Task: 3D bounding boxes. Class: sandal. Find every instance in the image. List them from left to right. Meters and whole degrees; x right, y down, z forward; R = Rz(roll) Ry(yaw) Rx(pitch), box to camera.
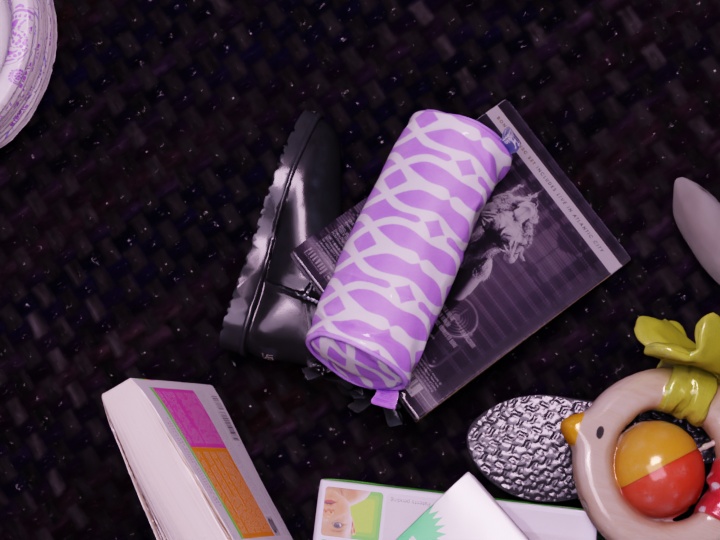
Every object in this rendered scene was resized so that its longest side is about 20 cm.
[{"bbox_3d":[0.174,0.122,1.602,0.198,0.048,0.076,-5,83,-1],"label":"sandal"}]

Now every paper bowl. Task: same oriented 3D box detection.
[{"bbox_3d":[-0.324,-0.175,1.697,0.199,0.104,0.203,-1,85,12],"label":"paper bowl"}]

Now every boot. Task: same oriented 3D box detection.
[{"bbox_3d":[0.000,-0.001,1.631,0.161,0.073,0.200,17,80,6],"label":"boot"}]

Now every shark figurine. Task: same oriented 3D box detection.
[{"bbox_3d":[0.295,-0.002,1.530,0.213,0.089,0.130,-1,94,41],"label":"shark figurine"}]

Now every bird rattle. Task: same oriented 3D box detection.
[{"bbox_3d":[0.223,0.130,1.534,0.162,0.113,0.201,-24,96,-9],"label":"bird rattle"}]

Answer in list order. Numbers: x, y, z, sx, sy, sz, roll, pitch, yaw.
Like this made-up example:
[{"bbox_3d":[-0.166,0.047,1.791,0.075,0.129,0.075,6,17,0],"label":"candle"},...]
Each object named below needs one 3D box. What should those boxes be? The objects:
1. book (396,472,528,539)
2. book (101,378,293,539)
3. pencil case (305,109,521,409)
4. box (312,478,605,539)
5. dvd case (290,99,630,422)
[{"bbox_3d":[0.092,0.255,1.504,0.134,0.048,0.200,-43,75,2],"label":"book"},{"bbox_3d":[-0.110,0.140,1.577,0.048,0.200,0.134,-29,80,8],"label":"book"},{"bbox_3d":[0.035,-0.014,1.552,0.083,0.086,0.201,15,67,35],"label":"pencil case"},{"bbox_3d":[0.065,0.245,1.586,0.198,0.097,0.178,7,85,11],"label":"box"},{"bbox_3d":[0.072,-0.010,1.603,0.199,0.016,0.149,-36,81,-16],"label":"dvd case"}]
